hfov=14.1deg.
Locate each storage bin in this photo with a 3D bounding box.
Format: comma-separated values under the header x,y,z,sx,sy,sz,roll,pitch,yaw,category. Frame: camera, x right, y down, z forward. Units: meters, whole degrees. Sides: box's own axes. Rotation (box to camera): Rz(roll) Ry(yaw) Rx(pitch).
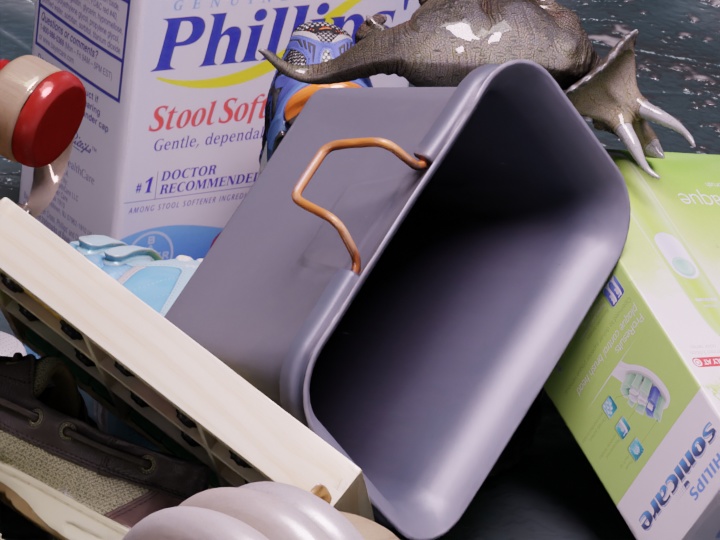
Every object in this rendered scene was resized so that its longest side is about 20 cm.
x,y,z,sx,sy,sz,roll,pitch,yaw,category
0.000,0.000,1.302,0.134,0.146,0.201,9,59,45,storage bin

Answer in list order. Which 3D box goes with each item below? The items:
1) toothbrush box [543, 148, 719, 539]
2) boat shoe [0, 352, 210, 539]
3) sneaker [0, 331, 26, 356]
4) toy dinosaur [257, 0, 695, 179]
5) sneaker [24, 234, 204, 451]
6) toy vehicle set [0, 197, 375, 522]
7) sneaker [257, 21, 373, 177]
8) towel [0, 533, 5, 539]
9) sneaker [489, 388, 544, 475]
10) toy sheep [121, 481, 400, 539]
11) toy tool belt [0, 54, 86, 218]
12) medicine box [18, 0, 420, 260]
x,y,z,sx,sy,sz,roll,pitch,yaw,category
0.166,0.040,1.378,0.145,0.086,0.201,2,45,-36,toothbrush box
-0.147,0.070,1.290,0.200,0.066,0.072,29,-2,28,boat shoe
-0.247,0.003,1.362,0.199,0.116,0.074,9,23,-5,sneaker
0.056,-0.107,1.366,0.199,0.077,0.102,11,11,-20,toy dinosaur
-0.077,0.011,1.428,0.199,0.080,0.130,-23,39,-37,sneaker
-0.079,0.056,1.259,0.200,0.124,0.027,36,76,17,toy vehicle set
-0.019,-0.049,1.474,0.075,0.200,0.079,3,56,-10,sneaker
-0.200,0.136,1.190,0.148,0.037,0.200,-6,29,-31,towel
0.052,0.048,1.443,0.079,0.074,0.200,-4,19,26,sneaker
-0.050,0.151,1.106,0.137,0.139,0.200,25,36,31,toy sheep
-0.226,-0.040,1.277,0.122,0.125,0.200,30,63,19,toy tool belt
-0.074,-0.103,1.544,0.181,0.201,0.103,-10,30,-35,medicine box
